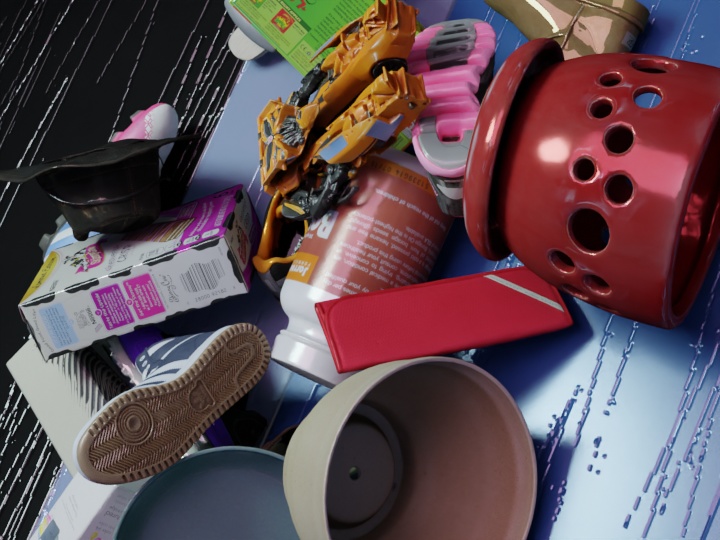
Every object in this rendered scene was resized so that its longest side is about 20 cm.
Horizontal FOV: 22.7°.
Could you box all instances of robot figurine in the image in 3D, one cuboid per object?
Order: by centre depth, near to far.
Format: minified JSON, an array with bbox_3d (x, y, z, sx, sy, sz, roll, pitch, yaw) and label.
[{"bbox_3d":[-0.022,-0.131,1.485,0.200,0.058,0.146,-38,46,40],"label":"robot figurine"}]

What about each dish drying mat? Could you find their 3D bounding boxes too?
[{"bbox_3d":[0.067,0.036,1.454,0.199,0.018,0.077,-9,49,-14],"label":"dish drying mat"}]

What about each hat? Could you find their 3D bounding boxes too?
[{"bbox_3d":[-0.227,-0.069,1.598,0.200,0.200,0.081,-9,99,27],"label":"hat"}]

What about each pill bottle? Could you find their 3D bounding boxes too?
[{"bbox_3d":[0.000,0.000,1.526,0.112,0.112,0.201,19,80,34],"label":"pill bottle"}]

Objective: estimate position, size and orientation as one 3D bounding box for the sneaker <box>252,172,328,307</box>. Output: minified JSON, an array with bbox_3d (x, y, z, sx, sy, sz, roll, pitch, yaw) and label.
[{"bbox_3d":[-0.042,-0.065,1.599,0.078,0.077,0.201,2,70,33],"label":"sneaker"}]

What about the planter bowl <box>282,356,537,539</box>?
[{"bbox_3d":[0.020,0.164,1.416,0.134,0.200,0.201,3,70,56],"label":"planter bowl"}]

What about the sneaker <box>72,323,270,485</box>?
[{"bbox_3d":[-0.173,0.113,1.484,0.200,0.070,0.108,-36,16,-35],"label":"sneaker"}]

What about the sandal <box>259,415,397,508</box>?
[{"bbox_3d":[-0.060,0.166,1.527,0.201,0.057,0.080,-39,56,12],"label":"sandal"}]

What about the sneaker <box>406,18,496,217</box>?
[{"bbox_3d":[0.080,-0.126,1.494,0.078,0.096,0.201,-4,46,12],"label":"sneaker"}]

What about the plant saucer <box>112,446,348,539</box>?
[{"bbox_3d":[-0.109,0.238,1.480,0.200,0.200,0.036,-54,13,0],"label":"plant saucer"}]

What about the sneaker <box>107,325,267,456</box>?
[{"bbox_3d":[-0.147,0.093,1.608,0.099,0.070,0.200,-39,59,2],"label":"sneaker"}]

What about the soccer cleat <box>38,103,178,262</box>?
[{"bbox_3d":[-0.221,-0.062,1.716,0.086,0.070,0.200,38,95,21],"label":"soccer cleat"}]

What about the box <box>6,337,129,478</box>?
[{"bbox_3d":[-0.238,0.141,1.629,0.068,0.082,0.200,-44,57,7],"label":"box"}]

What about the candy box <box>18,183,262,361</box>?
[{"bbox_3d":[-0.192,0.000,1.607,0.199,0.061,0.137,-19,20,10],"label":"candy box"}]

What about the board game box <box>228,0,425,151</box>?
[{"bbox_3d":[-0.007,-0.202,1.574,0.200,0.048,0.102,44,104,-6],"label":"board game box"}]

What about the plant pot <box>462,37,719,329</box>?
[{"bbox_3d":[0.183,-0.071,1.374,0.181,0.200,0.202,15,78,19],"label":"plant pot"}]

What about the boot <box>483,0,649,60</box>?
[{"bbox_3d":[0.138,-0.154,1.538,0.175,0.066,0.201,21,84,36],"label":"boot"}]

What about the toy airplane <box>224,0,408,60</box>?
[{"bbox_3d":[-0.044,-0.279,1.645,0.199,0.141,0.201,21,100,45],"label":"toy airplane"}]

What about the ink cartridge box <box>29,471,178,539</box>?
[{"bbox_3d":[-0.226,0.260,1.531,0.200,0.117,0.067,-54,35,12],"label":"ink cartridge box"}]
